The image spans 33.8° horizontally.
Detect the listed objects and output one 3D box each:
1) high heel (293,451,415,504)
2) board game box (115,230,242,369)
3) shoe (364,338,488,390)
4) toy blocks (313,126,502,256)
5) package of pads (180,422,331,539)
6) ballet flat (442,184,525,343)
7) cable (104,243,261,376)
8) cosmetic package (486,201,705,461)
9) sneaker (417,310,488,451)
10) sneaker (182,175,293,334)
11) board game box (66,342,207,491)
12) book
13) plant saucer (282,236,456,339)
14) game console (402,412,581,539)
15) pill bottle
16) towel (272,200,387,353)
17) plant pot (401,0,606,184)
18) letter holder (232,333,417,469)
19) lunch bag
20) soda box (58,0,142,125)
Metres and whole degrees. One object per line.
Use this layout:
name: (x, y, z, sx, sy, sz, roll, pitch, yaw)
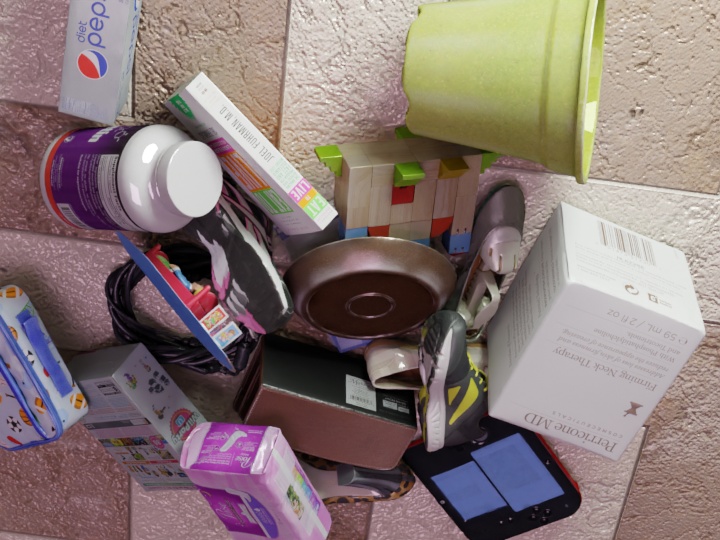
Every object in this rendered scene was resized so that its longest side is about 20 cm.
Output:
high heel: (-0.031, 0.278, 1.555, 0.199, 0.072, 0.142, -11, 161, 41)
board game box: (-0.195, 0.022, 1.328, 0.039, 0.158, 0.200, -40, 106, -12)
shoe: (0.103, 0.126, 1.439, 0.198, 0.054, 0.070, 5, 125, -7)
toy blocks: (0.048, -0.072, 1.297, 0.198, 0.100, 0.138, -7, 126, -17)
package of pads: (-0.123, 0.265, 1.424, 0.120, 0.076, 0.201, 0, 139, 24)
ballet flat: (0.150, -0.002, 1.353, 0.067, 0.064, 0.201, 1, 128, -28)
cable: (-0.210, 0.045, 1.424, 0.199, 0.051, 0.164, 24, 120, -9)
cosmetic package: (0.256, 0.068, 1.331, 0.166, 0.167, 0.201, 20, 122, -8)
sneaker: (0.113, 0.124, 1.375, 0.084, 0.075, 0.201, -5, 130, -9)
sneaker: (-0.125, -0.031, 1.315, 0.080, 0.086, 0.201, -33, 83, 35)
board game box: (-0.271, 0.188, 1.477, 0.147, 0.064, 0.200, -10, 124, 45)
book: (-0.116, -0.123, 1.257, 0.200, 0.134, 0.048, 46, 80, -14)
plant saucer: (0.011, 0.029, 1.333, 0.198, 0.032, 0.201, -3, 149, -2)
game console: (0.174, 0.270, 1.543, 0.176, 0.031, 0.200, -28, 115, 20)
pill bottle: (-0.242, -0.098, 1.259, 0.199, 0.113, 0.113, 4, 128, 39)
towel: (0.000, 0.000, 1.395, 0.146, 0.024, 0.201, -18, 120, 12)
plant pot: (0.142, -0.194, 1.180, 0.183, 0.201, 0.202, 6, 123, 14)
letter holder: (-0.050, 0.183, 1.454, 0.199, 0.101, 0.143, 17, 124, -14)
lunch bag: (-0.423, 0.116, 1.428, 0.160, 0.076, 0.201, -16, 107, 42)
soda box: (-0.266, -0.258, 1.230, 0.063, 0.068, 0.201, 14, 122, -4)
